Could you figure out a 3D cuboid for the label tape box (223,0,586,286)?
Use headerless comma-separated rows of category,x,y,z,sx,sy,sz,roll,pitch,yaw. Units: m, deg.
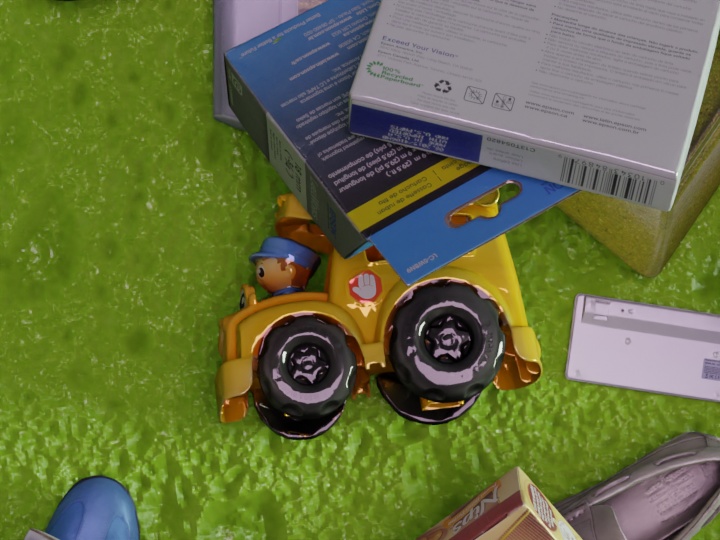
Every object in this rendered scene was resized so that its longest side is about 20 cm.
label tape box,0.030,-0.077,1.672,0.144,0.063,0.200,-28,62,-17

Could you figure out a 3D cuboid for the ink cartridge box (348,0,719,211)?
ink cartridge box,0.110,-0.142,1.655,0.199,0.041,0.201,15,55,6

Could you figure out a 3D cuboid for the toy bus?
toy bus,0.000,0.000,1.727,0.199,0.136,0.193,-8,81,-5

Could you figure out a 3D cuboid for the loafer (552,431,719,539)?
loafer,0.153,0.169,1.762,0.200,0.070,0.070,-37,94,-6

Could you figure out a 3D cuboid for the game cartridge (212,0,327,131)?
game cartridge,0.005,-0.143,1.783,0.199,0.041,0.134,0,90,-7

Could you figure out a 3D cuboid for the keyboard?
keyboard,0.233,0.057,1.812,0.199,0.011,0.057,9,90,-6

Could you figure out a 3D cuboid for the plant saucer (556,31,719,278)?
plant saucer,0.173,-0.132,1.775,0.199,0.048,0.200,38,77,-11

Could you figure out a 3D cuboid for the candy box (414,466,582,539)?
candy box,0.114,0.231,1.720,0.115,0.055,0.200,-37,108,13

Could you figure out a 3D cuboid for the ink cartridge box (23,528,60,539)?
ink cartridge box,-0.168,0.280,1.675,0.198,0.043,0.201,35,78,-45

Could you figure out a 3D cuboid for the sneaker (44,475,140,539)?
sneaker,-0.184,0.223,1.716,0.066,0.078,0.201,21,83,-2
